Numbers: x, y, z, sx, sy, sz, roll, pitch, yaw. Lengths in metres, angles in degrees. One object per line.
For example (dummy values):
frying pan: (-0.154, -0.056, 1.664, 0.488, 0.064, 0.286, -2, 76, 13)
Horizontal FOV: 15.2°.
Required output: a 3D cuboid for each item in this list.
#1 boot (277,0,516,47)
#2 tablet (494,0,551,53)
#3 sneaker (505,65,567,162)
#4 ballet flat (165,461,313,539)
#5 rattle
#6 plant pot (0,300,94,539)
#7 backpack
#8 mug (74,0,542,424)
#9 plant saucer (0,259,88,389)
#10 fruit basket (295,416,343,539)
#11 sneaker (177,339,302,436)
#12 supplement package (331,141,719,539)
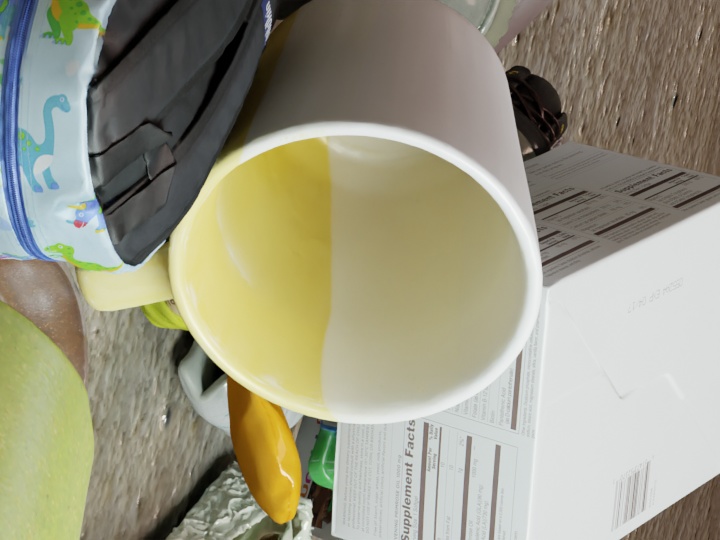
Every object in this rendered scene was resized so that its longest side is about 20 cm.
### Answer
boot: (0.010, -0.189, 1.225, 0.200, 0.072, 0.183, 12, 85, -50)
tablet: (0.095, -0.158, 1.419, 0.130, 0.014, 0.200, -44, 175, -28)
sneaker: (0.075, -0.078, 1.460, 0.106, 0.075, 0.200, -41, -175, -16)
ballet flat: (-0.080, 0.165, 1.375, 0.200, 0.072, 0.072, -52, 151, -50)
rattle: (0.000, 0.000, 1.288, 0.200, 0.143, 0.130, -33, 170, -43)
plant pot: (-0.171, 0.105, 0.882, 0.185, 0.200, 0.201, -75, 167, -45)
backpack: (-0.103, -0.087, 1.011, 0.163, 0.153, 0.200, 89, 1, -45)
mug: (-0.014, -0.046, 1.132, 0.153, 0.186, 0.150, -82, -172, -52)
plant saucer: (-0.168, 0.083, 1.088, 0.200, 0.034, 0.201, 14, 90, -72)
fruit basket: (0.007, 0.057, 1.462, 0.200, 0.094, 0.186, 9, -99, 62)
sneaker: (-0.027, -0.007, 1.359, 0.201, 0.070, 0.080, -64, 159, -1)
supplement package: (0.089, 0.042, 1.293, 0.200, 0.111, 0.156, -23, 122, -52)
